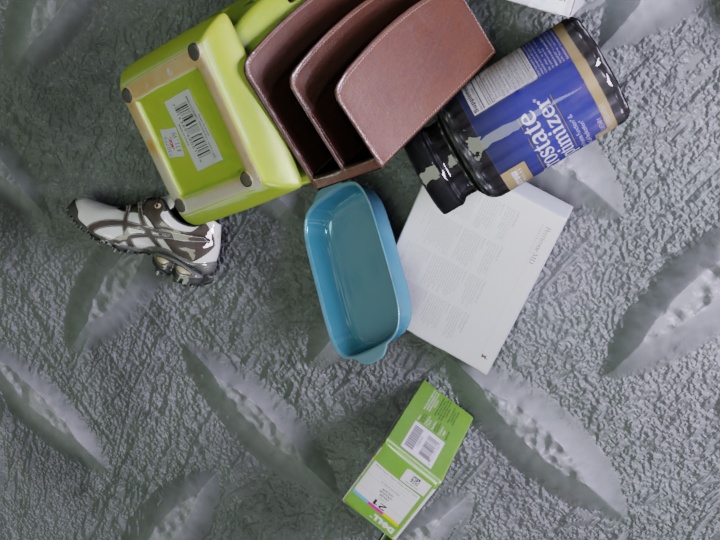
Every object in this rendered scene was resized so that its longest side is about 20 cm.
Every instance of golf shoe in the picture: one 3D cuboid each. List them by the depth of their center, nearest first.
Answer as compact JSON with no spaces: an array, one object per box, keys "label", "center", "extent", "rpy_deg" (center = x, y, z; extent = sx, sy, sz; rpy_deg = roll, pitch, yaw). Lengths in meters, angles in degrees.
[{"label":"golf shoe","center":[-0.250,-0.057,1.227],"extent":[0.198,0.078,0.096],"rpy_deg":[24,99,9]}]

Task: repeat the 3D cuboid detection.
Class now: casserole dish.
[{"label":"casserole dish","center":[0.000,0.000,1.120],"extent":[0.121,0.038,0.203],"rpy_deg":[-29,71,46]}]

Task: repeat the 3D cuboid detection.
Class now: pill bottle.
[{"label":"pill bottle","center":[0.143,-0.141,0.987],"extent":[0.198,0.112,0.113],"rpy_deg":[-31,97,12]}]

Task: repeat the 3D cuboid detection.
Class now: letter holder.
[{"label":"letter holder","center":[0.008,-0.196,0.952],"extent":[0.100,0.200,0.143],"rpy_deg":[-12,118,50]}]

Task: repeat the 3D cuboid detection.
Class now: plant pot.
[{"label":"plant pot","center":[-0.109,-0.164,1.033],"extent":[0.197,0.181,0.202],"rpy_deg":[-13,105,44]}]

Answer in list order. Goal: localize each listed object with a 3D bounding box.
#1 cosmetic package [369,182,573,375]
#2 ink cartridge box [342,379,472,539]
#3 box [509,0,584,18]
[{"label":"cosmetic package","center":[0.114,-0.012,1.106],"extent":[0.149,0.052,0.202],"rpy_deg":[30,118,11]},{"label":"ink cartridge box","center":[0.031,0.246,1.180],"extent":[0.075,0.148,0.201],"rpy_deg":[36,118,5]},{"label":"box","center":[0.129,-0.346,0.947],"extent":[0.197,0.097,0.179],"rpy_deg":[19,116,13]}]
